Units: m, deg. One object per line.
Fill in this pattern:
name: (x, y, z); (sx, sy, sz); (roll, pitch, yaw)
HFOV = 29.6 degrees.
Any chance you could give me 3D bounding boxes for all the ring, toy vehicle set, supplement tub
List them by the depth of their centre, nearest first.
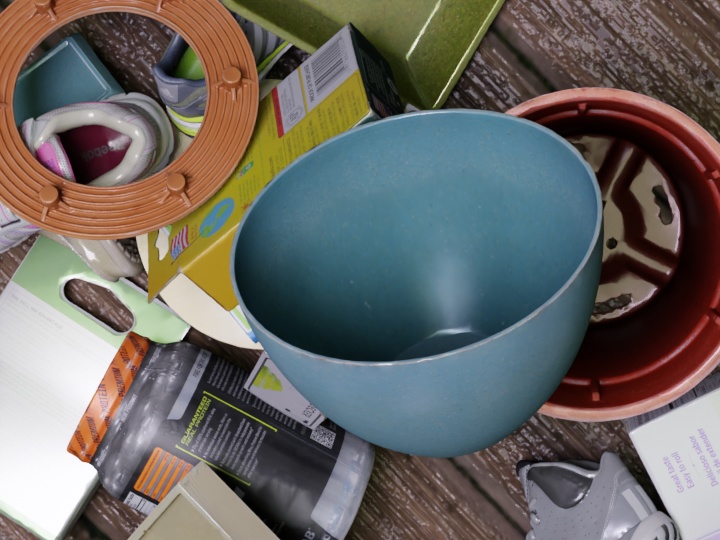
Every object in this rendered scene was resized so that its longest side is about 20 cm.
ring: (-0.166, -0.117, 0.901); (0.198, 0.019, 0.202); (0, 70, 0)
toy vehicle set: (-0.111, 0.224, 0.930); (0.124, 0.026, 0.200); (46, 134, 4)
supplement tub: (-0.101, 0.133, 0.985); (0.199, 0.123, 0.123); (29, 100, -6)

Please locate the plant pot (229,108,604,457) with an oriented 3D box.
plant pot: (0.041, 0.025, 0.756); (0.198, 0.201, 0.135); (-8, 131, 10)

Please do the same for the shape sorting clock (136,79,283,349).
shape sorting clock: (-0.069, -0.042, 1.016); (0.198, 0.039, 0.202); (0, 90, -4)

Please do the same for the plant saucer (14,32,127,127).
plant saucer: (-0.268, -0.092, 0.993); (0.200, 0.019, 0.070); (-38, 78, -5)

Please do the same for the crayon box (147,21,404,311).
crayon box: (-0.059, -0.061, 0.913); (0.200, 0.127, 0.051); (-38, 122, 18)

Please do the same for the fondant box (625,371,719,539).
fondant box: (0.311, 0.131, 0.975); (0.199, 0.058, 0.145); (-27, 92, 12)

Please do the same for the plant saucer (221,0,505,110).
plant saucer: (0.021, -0.236, 0.944); (0.199, 0.048, 0.201); (24, 103, -35)

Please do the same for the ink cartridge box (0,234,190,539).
ink cartridge box: (-0.240, 0.090, 1.064); (0.145, 0.048, 0.201); (32, 81, 3)

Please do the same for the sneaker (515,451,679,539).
sneaker: (0.134, 0.204, 1.015); (0.200, 0.075, 0.116); (-41, 64, 24)

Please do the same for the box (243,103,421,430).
box: (0.000, 0.000, 0.922); (0.060, 0.117, 0.201); (30, 72, -2)

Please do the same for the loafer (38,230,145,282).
loafer: (-0.243, -0.056, 1.036); (0.200, 0.076, 0.068); (44, 102, 11)

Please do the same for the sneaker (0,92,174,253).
sneaker: (-0.225, -0.068, 0.938); (0.199, 0.088, 0.082); (-28, 95, -5)

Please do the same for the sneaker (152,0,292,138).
sneaker: (-0.077, -0.188, 0.973); (0.074, 0.081, 0.201); (31, 86, 15)

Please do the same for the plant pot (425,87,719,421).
plant pot: (0.152, -0.018, 0.913); (0.199, 0.195, 0.203); (1, 96, 9)
